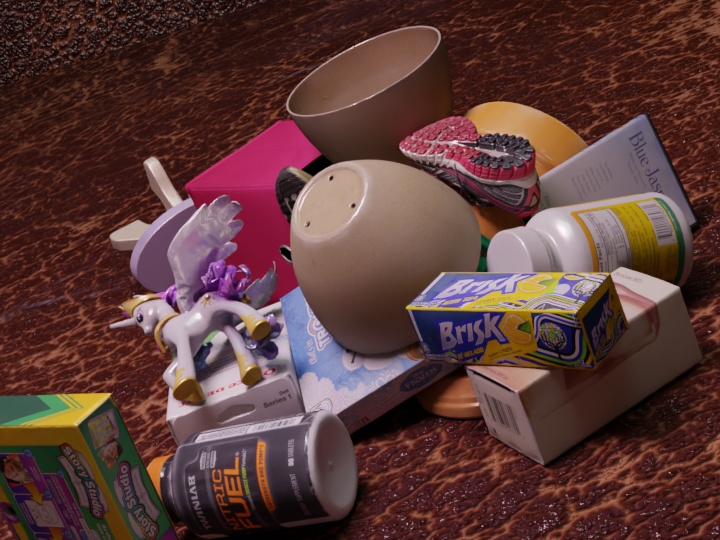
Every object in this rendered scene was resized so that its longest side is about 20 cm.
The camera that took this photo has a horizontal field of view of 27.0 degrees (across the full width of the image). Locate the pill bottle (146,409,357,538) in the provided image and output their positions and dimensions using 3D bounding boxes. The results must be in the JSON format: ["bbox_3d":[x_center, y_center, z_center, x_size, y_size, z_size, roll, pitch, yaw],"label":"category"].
[{"bbox_3d":[-0.111,0.203,1.455,0.198,0.107,0.106,-13,23,24],"label":"pill bottle"}]

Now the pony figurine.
[{"bbox_3d":[-0.164,0.043,1.617,0.193,0.167,0.200,-37,41,-8],"label":"pony figurine"}]

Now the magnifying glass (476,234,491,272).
[{"bbox_3d":[0.125,-0.022,1.599,0.079,0.200,0.022,-18,-29,-38],"label":"magnifying glass"}]

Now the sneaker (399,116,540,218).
[{"bbox_3d":[0.115,-0.110,1.624,0.080,0.075,0.200,-32,34,-22],"label":"sneaker"}]

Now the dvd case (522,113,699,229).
[{"bbox_3d":[0.276,-0.068,1.666,0.199,0.143,0.018,-31,8,-22],"label":"dvd case"}]

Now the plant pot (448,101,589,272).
[{"bbox_3d":[0.158,-0.058,1.721,0.199,0.201,0.184,2,48,45],"label":"plant pot"}]

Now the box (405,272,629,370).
[{"bbox_3d":[0.143,0.045,1.400,0.199,0.065,0.070,-1,31,42],"label":"box"}]

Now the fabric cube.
[{"bbox_3d":[-0.067,-0.072,1.927,0.198,0.197,0.200,2,32,45],"label":"fabric cube"}]

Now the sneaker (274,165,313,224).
[{"bbox_3d":[-0.023,-0.079,1.789,0.077,0.200,0.089,-18,48,40],"label":"sneaker"}]

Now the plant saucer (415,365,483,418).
[{"bbox_3d":[0.146,0.085,1.577,0.199,0.038,0.200,-18,22,8],"label":"plant saucer"}]

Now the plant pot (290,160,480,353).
[{"bbox_3d":[0.005,-0.034,1.535,0.199,0.134,0.202,-21,49,26],"label":"plant pot"}]

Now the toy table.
[{"bbox_3d":[-0.257,-0.061,2.134,0.199,0.185,0.117,-19,34,-28],"label":"toy table"}]

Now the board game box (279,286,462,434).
[{"bbox_3d":[0.017,0.057,1.594,0.198,0.043,0.201,-34,42,16],"label":"board game box"}]

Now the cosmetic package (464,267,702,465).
[{"bbox_3d":[0.214,0.088,1.436,0.199,0.088,0.103,-30,23,-20],"label":"cosmetic package"}]

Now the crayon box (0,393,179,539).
[{"bbox_3d":[-0.276,0.217,1.447,0.171,0.201,0.058,-5,27,36],"label":"crayon box"}]

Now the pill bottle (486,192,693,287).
[{"bbox_3d":[0.235,-0.014,1.545,0.199,0.114,0.113,-10,15,-28],"label":"pill bottle"}]

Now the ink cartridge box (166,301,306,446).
[{"bbox_3d":[-0.133,0.130,1.670,0.144,0.084,0.200,-21,22,4],"label":"ink cartridge box"}]

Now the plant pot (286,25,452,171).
[{"bbox_3d":[0.029,-0.180,1.772,0.199,0.135,0.201,-22,25,11],"label":"plant pot"}]
